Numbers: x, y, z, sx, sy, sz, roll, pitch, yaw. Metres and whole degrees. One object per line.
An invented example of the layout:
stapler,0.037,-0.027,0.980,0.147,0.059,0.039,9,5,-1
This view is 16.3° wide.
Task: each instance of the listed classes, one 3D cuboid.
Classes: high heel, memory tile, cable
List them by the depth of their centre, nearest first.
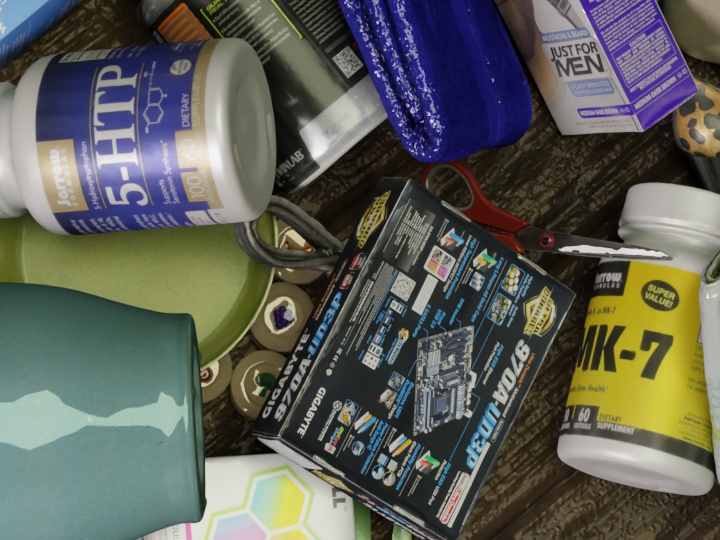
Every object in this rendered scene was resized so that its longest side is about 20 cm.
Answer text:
cable,0.000,0.000,1.717,0.200,0.050,0.098,46,65,-35
memory tile,-0.079,0.026,1.753,0.198,0.017,0.155,17,79,-10
high heel,0.328,-0.116,1.826,0.199,0.071,0.143,-30,107,-8

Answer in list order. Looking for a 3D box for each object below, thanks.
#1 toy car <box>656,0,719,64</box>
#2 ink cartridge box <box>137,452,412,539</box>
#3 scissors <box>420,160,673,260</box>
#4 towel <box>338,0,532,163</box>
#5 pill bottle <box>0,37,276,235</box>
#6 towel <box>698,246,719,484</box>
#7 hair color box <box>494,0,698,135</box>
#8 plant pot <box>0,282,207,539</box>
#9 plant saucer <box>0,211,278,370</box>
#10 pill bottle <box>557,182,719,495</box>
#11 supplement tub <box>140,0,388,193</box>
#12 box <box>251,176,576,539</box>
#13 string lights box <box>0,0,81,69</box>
toy car,0.288,-0.266,1.811,0.183,0.177,0.202,14,67,-7
ink cartridge box,-0.054,0.179,1.715,0.198,0.059,0.105,-2,82,-14
scissors,0.117,-0.016,1.757,0.199,0.014,0.074,24,95,18
towel,0.059,-0.152,1.726,0.049,0.200,0.149,-25,88,23
pill bottle,-0.164,-0.085,1.645,0.198,0.120,0.121,-5,82,14
towel,0.287,0.047,1.739,0.171,0.048,0.201,-46,135,-43
hair color box,0.147,-0.195,1.763,0.065,0.109,0.201,-33,105,-23
plant pot,-0.194,0.098,1.604,0.186,0.200,0.202,-3,83,-2
plant saucer,-0.155,-0.017,1.716,0.198,0.031,0.202,0,80,0
pill bottle,0.213,0.048,1.769,0.113,0.114,0.202,16,79,-11
supplement tub,-0.067,-0.163,1.727,0.122,0.122,0.200,-39,93,-15
box,0.038,0.061,1.697,0.158,0.046,0.201,33,77,-26
string lights box,-0.239,-0.184,1.699,0.200,0.103,0.059,-42,91,-15
